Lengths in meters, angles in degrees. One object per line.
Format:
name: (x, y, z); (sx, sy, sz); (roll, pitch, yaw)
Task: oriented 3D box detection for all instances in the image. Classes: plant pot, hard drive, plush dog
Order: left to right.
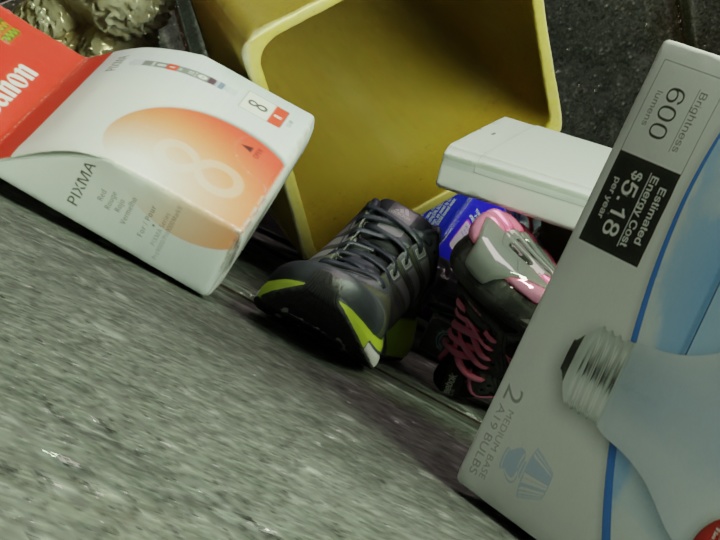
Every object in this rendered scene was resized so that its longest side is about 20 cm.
plush dog: (-0.156, -0.112, 1.147); (0.172, 0.160, 0.200); (46, -1, -8)
plant pot: (-0.015, -0.164, 1.112); (0.200, 0.194, 0.196); (50, -17, 40)
hard drive: (0.152, -0.035, 0.929); (0.199, 0.026, 0.132); (18, 17, 15)

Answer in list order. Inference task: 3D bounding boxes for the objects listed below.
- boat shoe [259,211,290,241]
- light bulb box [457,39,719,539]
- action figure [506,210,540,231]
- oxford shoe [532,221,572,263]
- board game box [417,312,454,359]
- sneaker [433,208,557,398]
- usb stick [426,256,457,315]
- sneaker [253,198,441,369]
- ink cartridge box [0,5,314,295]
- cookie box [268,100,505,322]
boat shoe: (-0.088, -0.073, 1.391); (0.200, 0.076, 0.072); (35, -3, -20)
light bulb box: (0.172, 0.046, 0.639); (0.125, 0.199, 0.200); (21, 6, -38)
action figure: (0.163, -0.009, 1.334); (0.200, 0.104, 0.194); (88, -14, -72)
oxford shoe: (0.148, 0.000, 1.071); (0.084, 0.073, 0.200); (37, -15, 24)
board game box: (0.144, 0.086, 1.126); (0.200, 0.028, 0.135); (28, 4, 19)
sneaker: (0.076, 0.033, 0.930); (0.079, 0.095, 0.200); (54, 6, 23)
usb stick: (0.108, 0.033, 1.145); (0.200, 0.033, 0.055); (23, 6, -35)
sneaker: (0.000, 0.000, 0.929); (0.074, 0.081, 0.200); (27, 4, 7)
ink cartridge box: (-0.132, -0.086, 0.914); (0.200, 0.050, 0.162); (32, 28, -4)
cookie box: (0.015, -0.040, 1.245); (0.200, 0.075, 0.171); (31, -12, 31)
